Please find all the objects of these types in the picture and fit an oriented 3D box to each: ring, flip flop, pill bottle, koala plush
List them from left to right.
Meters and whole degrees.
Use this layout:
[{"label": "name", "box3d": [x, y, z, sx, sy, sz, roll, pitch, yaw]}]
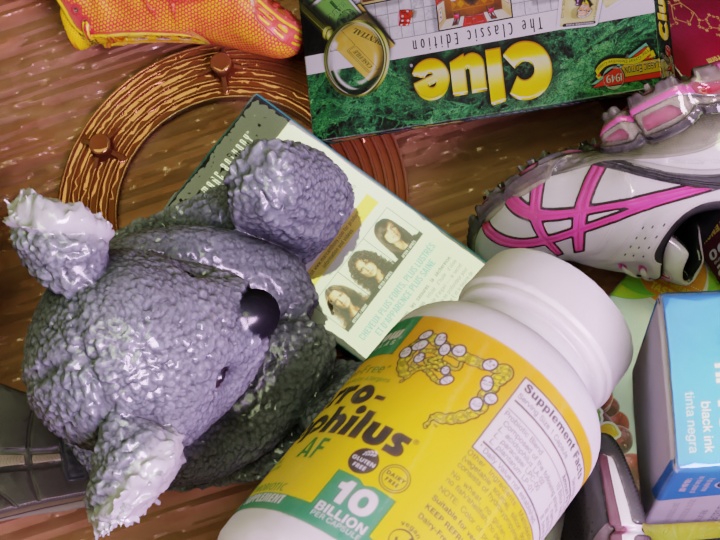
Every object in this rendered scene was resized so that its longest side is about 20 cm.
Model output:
[{"label": "flip flop", "box3d": [-0.169, 0.096, 0.988, 0.200, 0.058, 0.081, -6, 69, -12]}, {"label": "koala plush", "box3d": [-0.095, 0.040, 0.861, 0.184, 0.200, 0.178, -15, 88, 13]}, {"label": "ring", "box3d": [-0.073, -0.036, 1.029, 0.200, 0.019, 0.201, -1, 74, 5]}, {"label": "pill bottle", "box3d": [0.036, 0.085, 0.822, 0.113, 0.113, 0.200, 34, 60, 13]}]

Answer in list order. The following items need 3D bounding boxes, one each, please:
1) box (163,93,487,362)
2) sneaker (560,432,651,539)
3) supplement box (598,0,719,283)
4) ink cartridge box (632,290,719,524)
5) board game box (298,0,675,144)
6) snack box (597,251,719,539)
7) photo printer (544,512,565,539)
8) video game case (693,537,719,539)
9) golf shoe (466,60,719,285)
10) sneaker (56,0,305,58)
[{"label": "box", "box3d": [0.000, 0.000, 0.978, 0.200, 0.049, 0.082, 37, 83, 8]}, {"label": "sneaker", "box3d": [0.082, 0.178, 0.856, 0.115, 0.076, 0.200, -7, 74, 4]}, {"label": "supplement box", "box3d": [0.187, -0.098, 0.975, 0.109, 0.061, 0.200, -20, 71, -38]}, {"label": "ink cartridge box", "box3d": [0.232, 0.061, 0.852, 0.200, 0.146, 0.086, -2, 73, 3]}, {"label": "board game box", "box3d": [0.061, -0.130, 0.962, 0.200, 0.023, 0.105, -8, 90, 27]}, {"label": "snack box", "box3d": [0.191, 0.094, 0.950, 0.200, 0.053, 0.142, 39, 81, 13]}, {"label": "photo printer", "box3d": [0.052, 0.186, 0.930, 0.200, 0.069, 0.166, 36, 81, 13]}, {"label": "video game case", "box3d": [0.222, 0.226, 0.887, 0.143, 0.019, 0.200, -3, 93, -7]}, {"label": "golf shoe", "box3d": [0.127, -0.026, 0.929, 0.073, 0.200, 0.092, -18, 81, -38]}, {"label": "sneaker", "box3d": [-0.121, -0.151, 1.048, 0.200, 0.073, 0.077, 21, 91, 18]}]
